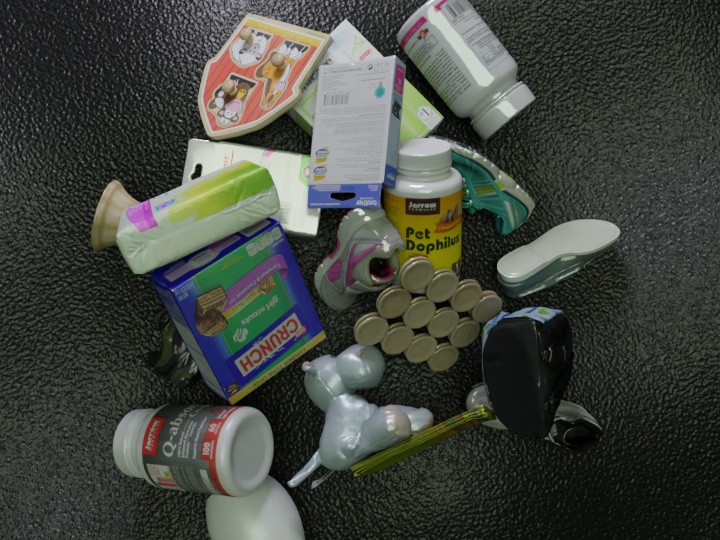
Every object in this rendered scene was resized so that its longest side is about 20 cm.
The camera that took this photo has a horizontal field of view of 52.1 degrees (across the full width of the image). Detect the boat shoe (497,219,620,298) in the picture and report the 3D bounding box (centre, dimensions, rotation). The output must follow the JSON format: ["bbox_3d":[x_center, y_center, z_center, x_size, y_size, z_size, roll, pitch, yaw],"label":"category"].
[{"bbox_3d":[0.296,-0.017,1.105,0.200,0.073,0.062,-23,133,-10],"label":"boat shoe"}]

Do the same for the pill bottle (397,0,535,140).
[{"bbox_3d":[0.155,-0.296,1.070,0.113,0.113,0.200,-38,90,-4],"label":"pill bottle"}]

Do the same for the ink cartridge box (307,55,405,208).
[{"bbox_3d":[-0.007,-0.178,0.980,0.119,0.042,0.200,2,82,30],"label":"ink cartridge box"}]

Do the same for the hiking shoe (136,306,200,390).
[{"bbox_3d":[-0.244,0.065,1.055,0.101,0.076,0.200,26,83,0],"label":"hiking shoe"}]

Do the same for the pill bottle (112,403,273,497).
[{"bbox_3d":[-0.228,0.239,0.997,0.200,0.116,0.116,-3,88,27],"label":"pill bottle"}]

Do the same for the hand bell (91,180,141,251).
[{"bbox_3d":[-0.264,-0.051,1.045,0.200,0.104,0.104,16,87,-3],"label":"hand bell"}]

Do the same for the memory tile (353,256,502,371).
[{"bbox_3d":[0.098,0.065,1.034,0.200,0.017,0.153,25,111,-37],"label":"memory tile"}]

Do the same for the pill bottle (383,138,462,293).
[{"bbox_3d":[0.087,-0.077,1.025,0.109,0.109,0.200,-5,116,-3],"label":"pill bottle"}]

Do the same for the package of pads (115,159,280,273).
[{"bbox_3d":[-0.210,-0.074,0.948,0.200,0.155,0.068,-25,108,-10],"label":"package of pads"}]

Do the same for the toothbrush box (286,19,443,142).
[{"bbox_3d":[-0.003,-0.233,1.074,0.146,0.086,0.200,-44,89,-4],"label":"toothbrush box"}]

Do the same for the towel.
[{"bbox_3d":[0.088,0.234,0.995,0.200,0.086,0.018,-28,65,11],"label":"towel"}]

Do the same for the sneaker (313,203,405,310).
[{"bbox_3d":[0.000,0.000,1.017,0.081,0.200,0.088,-23,63,-33],"label":"sneaker"}]

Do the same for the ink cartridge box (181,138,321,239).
[{"bbox_3d":[-0.153,-0.117,1.070,0.200,0.067,0.117,9,88,-4],"label":"ink cartridge box"}]

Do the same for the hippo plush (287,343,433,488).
[{"bbox_3d":[-0.009,0.195,1.050,0.200,0.159,0.161,-28,66,12],"label":"hippo plush"}]

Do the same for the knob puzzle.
[{"bbox_3d":[-0.159,-0.273,1.039,0.219,0.030,0.220,-11,63,22],"label":"knob puzzle"}]

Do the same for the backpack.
[{"bbox_3d":[0.232,0.120,1.017,0.154,0.200,0.163,-1,102,38],"label":"backpack"}]

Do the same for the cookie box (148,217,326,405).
[{"bbox_3d":[-0.158,0.051,0.992,0.171,0.075,0.200,-35,126,-23],"label":"cookie box"}]

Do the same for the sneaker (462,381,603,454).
[{"bbox_3d":[0.253,0.207,1.057,0.200,0.115,0.076,13,88,-2],"label":"sneaker"}]

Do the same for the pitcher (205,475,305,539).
[{"bbox_3d":[-0.141,0.395,1.034,0.121,0.172,0.200,-21,71,-46],"label":"pitcher"}]

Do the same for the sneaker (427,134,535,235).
[{"bbox_3d":[0.169,-0.124,1.070,0.200,0.078,0.080,36,98,-20],"label":"sneaker"}]
